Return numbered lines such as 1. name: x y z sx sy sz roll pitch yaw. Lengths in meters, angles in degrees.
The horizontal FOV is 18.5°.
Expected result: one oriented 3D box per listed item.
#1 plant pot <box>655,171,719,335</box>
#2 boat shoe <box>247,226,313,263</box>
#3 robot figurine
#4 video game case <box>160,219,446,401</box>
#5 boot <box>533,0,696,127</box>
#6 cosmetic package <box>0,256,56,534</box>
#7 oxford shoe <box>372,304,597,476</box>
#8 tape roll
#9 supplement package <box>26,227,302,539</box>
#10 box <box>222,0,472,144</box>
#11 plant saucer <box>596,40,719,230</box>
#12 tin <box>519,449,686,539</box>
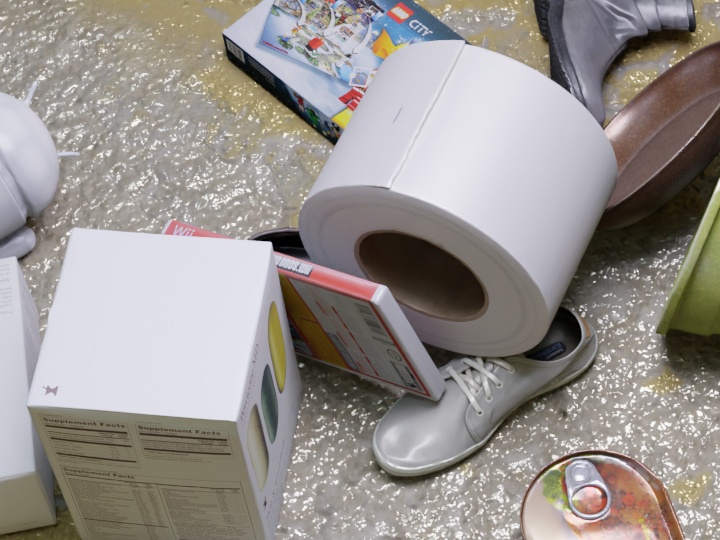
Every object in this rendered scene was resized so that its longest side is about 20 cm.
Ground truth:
1. plant pot: 0.341 -0.011 1.647 0.183 0.201 0.201 23 60 7
2. boat shoe: 0.000 0.000 1.730 0.199 0.073 0.075 -4 55 3
3. robot figurine: -0.324 -0.067 1.764 0.200 0.170 0.113 -34 36 -10
4. video game case: -0.042 0.029 1.648 0.199 0.143 0.017 17 66 32
5. boot: 0.219 -0.199 1.843 0.131 0.070 0.201 -7 53 0
6. cosmetic package: -0.297 0.099 1.687 0.107 0.085 0.201 -10 56 0
7. oxford shoe: 0.093 0.084 1.673 0.199 0.058 0.075 -31 62 -12
8. tape roll: 0.072 -0.050 1.622 0.202 0.203 0.140 19 62 18
9. supplement package: -0.135 0.091 1.604 0.150 0.200 0.152 4 56 9
10. box: -0.001 -0.178 1.874 0.136 0.038 0.200 -39 60 -19
11. plant saucer: 0.235 -0.097 1.732 0.037 0.200 0.201 44 63 -14
12. tin: 0.181 0.222 1.581 0.111 0.042 0.201 -12 56 -7
